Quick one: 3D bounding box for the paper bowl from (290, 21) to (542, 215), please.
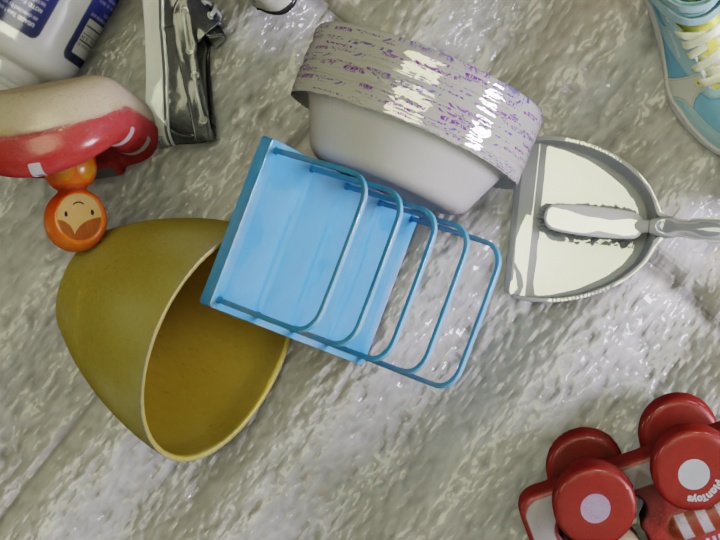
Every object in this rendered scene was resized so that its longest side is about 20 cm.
[{"bbox_3d":[0.038,-0.115,1.502,0.199,0.201,0.105,22,88,9],"label":"paper bowl"}]

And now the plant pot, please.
[{"bbox_3d":[-0.166,0.037,1.535,0.141,0.200,0.201,23,88,29],"label":"plant pot"}]

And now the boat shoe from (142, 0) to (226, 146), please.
[{"bbox_3d":[-0.149,-0.208,1.602,0.067,0.072,0.202,-1,87,9],"label":"boat shoe"}]

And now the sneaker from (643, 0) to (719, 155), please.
[{"bbox_3d":[0.279,-0.191,1.513,0.079,0.131,0.201,-23,82,3],"label":"sneaker"}]

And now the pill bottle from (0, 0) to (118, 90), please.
[{"bbox_3d":[-0.278,-0.228,1.596,0.119,0.120,0.201,30,88,9],"label":"pill bottle"}]

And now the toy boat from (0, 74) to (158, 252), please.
[{"bbox_3d":[-0.235,-0.080,1.502,0.129,0.200,0.132,-9,85,7],"label":"toy boat"}]

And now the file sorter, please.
[{"bbox_3d":[0.000,0.000,1.480,0.122,0.199,0.140,18,86,41],"label":"file sorter"}]

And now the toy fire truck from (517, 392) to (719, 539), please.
[{"bbox_3d":[0.238,0.205,1.500,0.199,0.112,0.169,-21,101,6],"label":"toy fire truck"}]

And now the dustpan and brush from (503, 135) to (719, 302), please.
[{"bbox_3d":[0.222,-0.038,1.541,0.198,0.057,0.141,6,85,8],"label":"dustpan and brush"}]

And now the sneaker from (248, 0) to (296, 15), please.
[{"bbox_3d":[-0.098,-0.285,1.600,0.080,0.115,0.200,-31,51,13],"label":"sneaker"}]
